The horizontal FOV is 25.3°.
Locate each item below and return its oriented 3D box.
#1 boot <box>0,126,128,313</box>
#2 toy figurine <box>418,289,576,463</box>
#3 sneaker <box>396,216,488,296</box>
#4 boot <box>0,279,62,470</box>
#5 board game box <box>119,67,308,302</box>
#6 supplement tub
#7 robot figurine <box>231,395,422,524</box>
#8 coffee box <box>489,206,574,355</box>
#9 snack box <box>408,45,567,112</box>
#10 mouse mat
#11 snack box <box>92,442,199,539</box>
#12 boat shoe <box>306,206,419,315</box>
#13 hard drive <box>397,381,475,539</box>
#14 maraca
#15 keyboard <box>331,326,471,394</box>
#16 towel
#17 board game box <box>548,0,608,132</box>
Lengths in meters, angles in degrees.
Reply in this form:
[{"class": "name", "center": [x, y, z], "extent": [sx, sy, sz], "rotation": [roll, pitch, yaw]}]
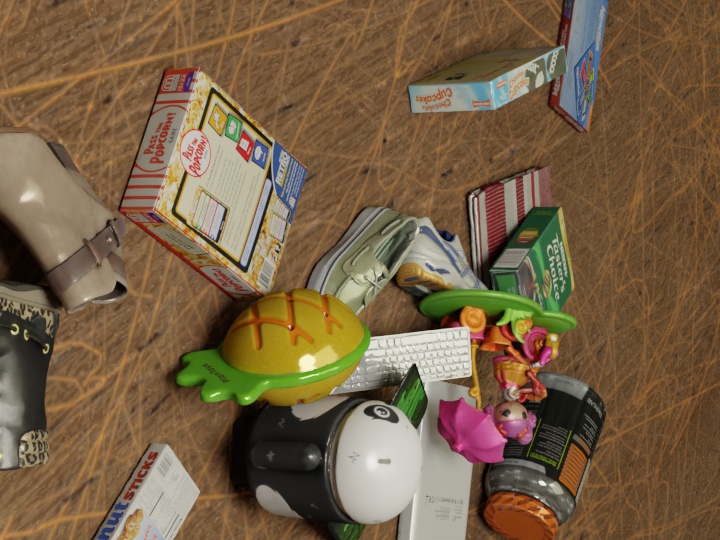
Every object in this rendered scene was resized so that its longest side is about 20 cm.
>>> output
[{"class": "boot", "center": [-0.260, -0.036, 1.320], "extent": [0.199, 0.070, 0.148], "rotation": [-6, 70, -65]}, {"class": "toy figurine", "center": [0.159, 0.136, 1.882], "extent": [0.198, 0.150, 0.187], "rotation": [11, 73, -21]}, {"class": "sneaker", "center": [0.111, -0.001, 1.919], "extent": [0.200, 0.074, 0.089], "rotation": [36, 53, -56]}, {"class": "boot", "center": [-0.313, 0.084, 1.284], "extent": [0.199, 0.072, 0.153], "rotation": [7, 83, -63]}, {"class": "board game box", "center": [-0.138, -0.080, 1.565], "extent": [0.200, 0.046, 0.153], "rotation": [42, 57, -49]}, {"class": "supplement tub", "center": [0.233, 0.243, 2.065], "extent": [0.123, 0.121, 0.201], "rotation": [57, 47, -40]}, {"class": "robot figurine", "center": [-0.034, 0.183, 1.590], "extent": [0.150, 0.198, 0.126], "rotation": [-49, 129, -43]}, {"class": "coffee box", "center": [0.221, 0.011, 2.050], "extent": [0.200, 0.043, 0.125], "rotation": [-47, 130, -57]}, {"class": "snack box", "center": [0.157, -0.232, 1.944], "extent": [0.199, 0.115, 0.038], "rotation": [-30, 116, -52]}, {"class": "mouse mat", "center": [0.022, 0.208, 1.755], "extent": [0.202, 0.007, 0.161], "rotation": [-62, 163, -15]}, {"class": "snack box", "center": [-0.215, 0.259, 1.476], "extent": [0.201, 0.024, 0.072], "rotation": [-61, 138, -36]}, {"class": "boat shoe", "center": [0.000, 0.000, 1.760], "extent": [0.201, 0.061, 0.072], "rotation": [-59, 136, -35]}, {"class": "hard drive", "center": [0.095, 0.237, 1.941], "extent": [0.131, 0.026, 0.203], "rotation": [17, 77, -55]}, {"class": "maraca", "center": [-0.082, 0.081, 1.553], "extent": [0.198, 0.136, 0.108], "rotation": [-21, 116, -32]}, {"class": "keyboard", "center": [0.035, 0.099, 1.774], "extent": [0.198, 0.011, 0.057], "rotation": [-5, 100, -25]}, {"class": "towel", "center": [0.197, -0.049, 2.095], "extent": [0.199, 0.023, 0.146], "rotation": [-22, 111, -53]}, {"class": "board game box", "center": [0.307, -0.307, 2.255], "extent": [0.103, 0.019, 0.203], "rotation": [29, 67, -52]}]
